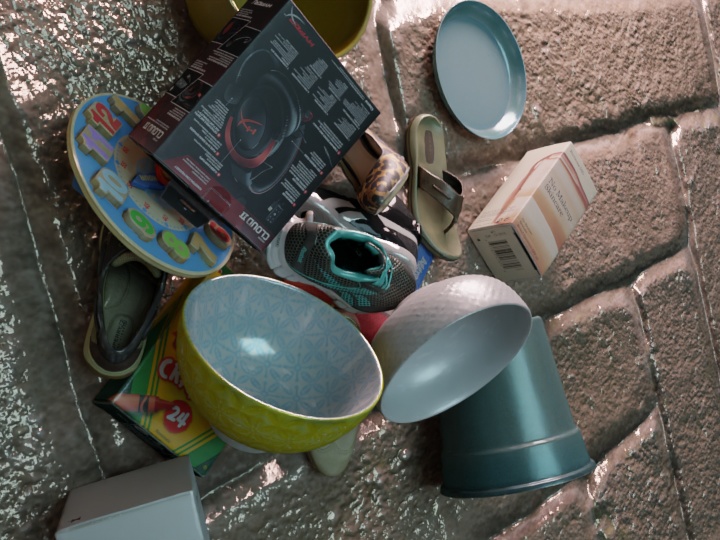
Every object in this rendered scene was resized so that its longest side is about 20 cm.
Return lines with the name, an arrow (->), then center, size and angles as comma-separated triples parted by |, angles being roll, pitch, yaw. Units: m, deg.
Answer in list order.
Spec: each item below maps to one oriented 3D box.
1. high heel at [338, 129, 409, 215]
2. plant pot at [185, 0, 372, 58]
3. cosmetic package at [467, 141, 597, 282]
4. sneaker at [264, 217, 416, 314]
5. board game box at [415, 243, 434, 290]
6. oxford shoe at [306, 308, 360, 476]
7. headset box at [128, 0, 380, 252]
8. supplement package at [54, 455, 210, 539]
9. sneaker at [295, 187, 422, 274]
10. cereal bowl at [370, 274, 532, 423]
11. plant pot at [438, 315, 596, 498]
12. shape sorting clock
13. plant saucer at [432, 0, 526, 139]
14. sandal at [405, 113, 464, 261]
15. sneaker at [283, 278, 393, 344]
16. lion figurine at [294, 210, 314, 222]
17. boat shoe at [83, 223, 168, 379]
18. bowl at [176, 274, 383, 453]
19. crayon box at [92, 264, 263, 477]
high heel -> -0.017, -0.135, 0.888 | 0.142, 0.072, 0.200 | 36, 20, -10
plant pot -> -0.106, -0.300, 0.838 | 0.199, 0.141, 0.202 | 4, 83, -40
cosmetic package -> 0.256, -0.087, 1.166 | 0.104, 0.087, 0.200 | 53, 55, -22
sneaker -> 0.000, 0.000, 0.810 | 0.199, 0.091, 0.078 | 18, 77, -44
board game box -> 0.020, 0.032, 0.994 | 0.103, 0.019, 0.201 | 41, 61, -27
oxford shoe -> -0.031, 0.147, 0.872 | 0.070, 0.074, 0.202 | -2, 109, -9
headset box -> -0.101, -0.128, 0.734 | 0.200, 0.075, 0.149 | -51, 129, -5
supplement package -> -0.183, 0.288, 0.704 | 0.116, 0.117, 0.202 | -14, 96, -13
sneaker -> -0.019, -0.068, 0.942 | 0.199, 0.073, 0.112 | 30, 42, -14
cereal bowl -> 0.086, 0.076, 0.876 | 0.199, 0.201, 0.084 | -3, 45, -41
plant pot -> 0.180, 0.168, 1.019 | 0.199, 0.200, 0.198 | -5, 80, -41
shape sorting clock -> -0.192, -0.084, 0.759 | 0.200, 0.039, 0.201 | 39, 30, -28
plant saucer -> 0.170, -0.288, 1.153 | 0.199, 0.027, 0.202 | 5, 82, -41
sandal -> 0.103, -0.112, 1.052 | 0.079, 0.057, 0.203 | -4, 85, -46
sneaker -> -0.007, 0.057, 0.909 | 0.199, 0.074, 0.087 | 28, 70, -30
lion figurine -> -0.111, -0.123, 0.838 | 0.121, 0.072, 0.202 | -2, 80, -1
boat shoe -> -0.210, -0.001, 0.746 | 0.073, 0.065, 0.202 | 13, 63, -26
bowl -> -0.089, 0.107, 0.751 | 0.199, 0.200, 0.108 | 4, 125, -40
crayon box -> -0.158, 0.089, 0.813 | 0.127, 0.051, 0.201 | 47, 57, -27
